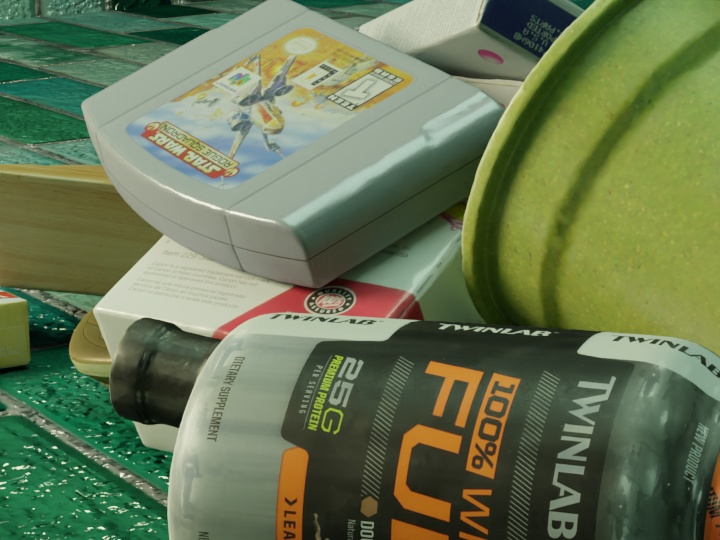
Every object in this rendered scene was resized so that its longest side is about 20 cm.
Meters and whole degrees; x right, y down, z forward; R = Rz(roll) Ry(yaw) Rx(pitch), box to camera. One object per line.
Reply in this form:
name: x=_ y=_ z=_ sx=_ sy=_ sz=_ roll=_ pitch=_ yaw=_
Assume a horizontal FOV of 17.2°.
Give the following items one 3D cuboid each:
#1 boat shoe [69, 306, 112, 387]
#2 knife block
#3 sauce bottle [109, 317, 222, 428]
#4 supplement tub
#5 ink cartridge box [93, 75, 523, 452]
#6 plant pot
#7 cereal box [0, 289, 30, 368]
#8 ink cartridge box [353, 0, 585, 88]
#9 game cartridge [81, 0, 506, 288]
boat shoe: x=-0.043 y=0.041 z=1.155 sx=0.199 sy=0.064 sz=0.073 roll=-7 pitch=36 yaw=12
knife block: x=-0.104 y=-0.016 z=1.319 sx=0.174 sy=0.065 sz=0.200 roll=9 pitch=6 yaw=27
sauce bottle: x=0.000 y=0.059 z=0.896 sx=0.198 sy=0.065 sz=0.065 roll=11 pitch=16 yaw=22
supplement tub: x=0.048 y=0.079 z=0.774 sx=0.198 sy=0.124 sz=0.122 roll=2 pitch=13 yaw=24
ink cartridge box: x=0.000 y=0.000 z=1.064 sx=0.147 sy=0.086 sz=0.200 roll=9 pitch=40 yaw=33
plant pot: x=0.174 y=-0.003 z=0.961 sx=0.199 sy=0.202 sz=0.184 roll=-12 pitch=41 yaw=-39
cereal box: x=-0.283 y=0.025 z=1.292 sx=0.143 sy=0.040 sz=0.199 roll=-8 pitch=13 yaw=-30
ink cartridge box: x=0.097 y=-0.072 z=1.178 sx=0.195 sy=0.044 sz=0.200 roll=27 pitch=-17 yaw=-19
game cartridge: x=-0.038 y=-0.060 z=1.060 sx=0.133 sy=0.042 sz=0.200 roll=-28 pitch=33 yaw=-24
